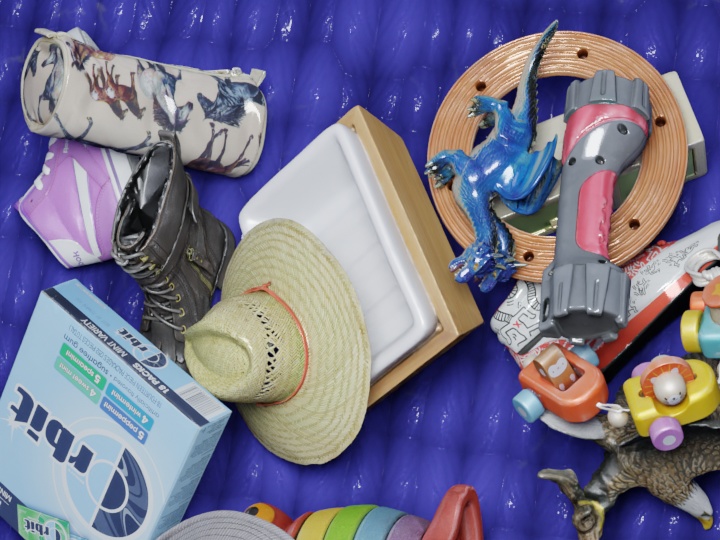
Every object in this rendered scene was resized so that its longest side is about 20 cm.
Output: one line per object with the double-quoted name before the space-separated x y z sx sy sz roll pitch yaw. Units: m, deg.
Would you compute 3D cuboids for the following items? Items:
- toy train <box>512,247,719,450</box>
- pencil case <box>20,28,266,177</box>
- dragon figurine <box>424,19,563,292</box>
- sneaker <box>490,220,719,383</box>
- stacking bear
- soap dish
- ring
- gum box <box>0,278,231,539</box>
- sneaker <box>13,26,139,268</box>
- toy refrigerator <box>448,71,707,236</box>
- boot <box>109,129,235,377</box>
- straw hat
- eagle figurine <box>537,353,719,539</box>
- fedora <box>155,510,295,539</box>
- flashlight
"toy train" 0.205 0.046 1.404 0.199 0.056 0.150 -37 41 -13
"pencil case" -0.172 -0.135 1.584 0.078 0.199 0.090 4 85 59
"dragon figurine" 0.116 -0.079 1.468 0.099 0.059 0.201 35 83 20
"sneaker" 0.192 0.005 1.521 0.201 0.067 0.108 -43 72 -1
"stacking bear" -0.019 0.222 1.477 0.198 0.115 0.122 4 36 24
"soap dish" 0.000 0.000 1.526 0.157 0.081 0.201 -40 64 38
"ring" 0.149 -0.086 1.505 0.198 0.019 0.202 -4 71 10
"gum box" -0.203 0.137 1.518 0.170 0.044 0.201 38 121 20
"sneaker" -0.246 -0.099 1.647 0.113 0.073 0.202 -20 70 8
"toy refrigerator" 0.167 -0.077 1.548 0.198 0.076 0.070 -21 69 4
"boot" -0.160 0.010 1.537 0.069 0.174 0.202 8 74 14
"straw hat" -0.084 0.059 1.492 0.085 0.201 0.202 -8 63 -37
"eagle figurine" 0.237 0.129 1.446 0.199 0.151 0.152 -34 58 11
"fedora" -0.127 0.264 1.407 0.176 0.090 0.201 24 88 30
"flashlight" 0.173 -0.045 1.417 0.067 0.068 0.202 16 57 -15
